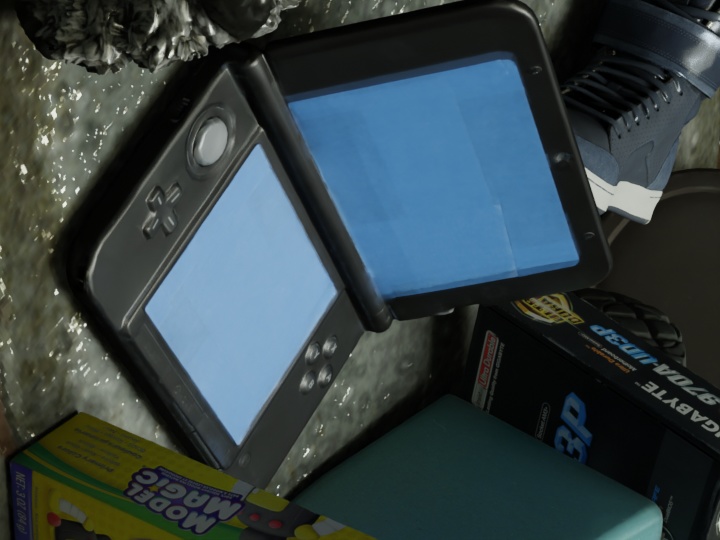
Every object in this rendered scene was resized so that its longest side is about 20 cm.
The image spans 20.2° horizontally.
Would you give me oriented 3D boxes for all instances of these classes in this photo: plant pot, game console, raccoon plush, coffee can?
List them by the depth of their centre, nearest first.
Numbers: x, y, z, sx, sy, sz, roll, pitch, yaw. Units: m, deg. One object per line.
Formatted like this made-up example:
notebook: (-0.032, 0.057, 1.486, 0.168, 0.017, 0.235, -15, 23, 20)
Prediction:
raccoon plush: (-0.075, -0.155, 0.675, 0.200, 0.097, 0.134, -77, 156, -61)
game console: (0.000, 0.000, 0.825, 0.176, 0.116, 0.200, -57, 148, -22)
plant pot: (0.019, 0.177, 0.954, 0.200, 0.141, 0.141, -22, 127, -40)
coffee can: (0.229, 0.030, 1.197, 0.200, 0.146, 0.146, 19, 91, -61)

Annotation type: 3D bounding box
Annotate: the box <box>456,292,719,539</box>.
box: (0.113, 0.123, 1.017, 0.046, 0.159, 0.200, -23, 137, -40)

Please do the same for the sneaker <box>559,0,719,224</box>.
sneaker: (0.131, -0.102, 1.007, 0.146, 0.077, 0.202, -62, 162, 10)

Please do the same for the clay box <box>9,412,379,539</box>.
clay box: (-0.041, 0.141, 0.757, 0.048, 0.200, 0.115, -34, 134, -46)

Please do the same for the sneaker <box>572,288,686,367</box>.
sneaker: (0.145, 0.076, 1.060, 0.075, 0.200, 0.079, 4, 118, -29)
